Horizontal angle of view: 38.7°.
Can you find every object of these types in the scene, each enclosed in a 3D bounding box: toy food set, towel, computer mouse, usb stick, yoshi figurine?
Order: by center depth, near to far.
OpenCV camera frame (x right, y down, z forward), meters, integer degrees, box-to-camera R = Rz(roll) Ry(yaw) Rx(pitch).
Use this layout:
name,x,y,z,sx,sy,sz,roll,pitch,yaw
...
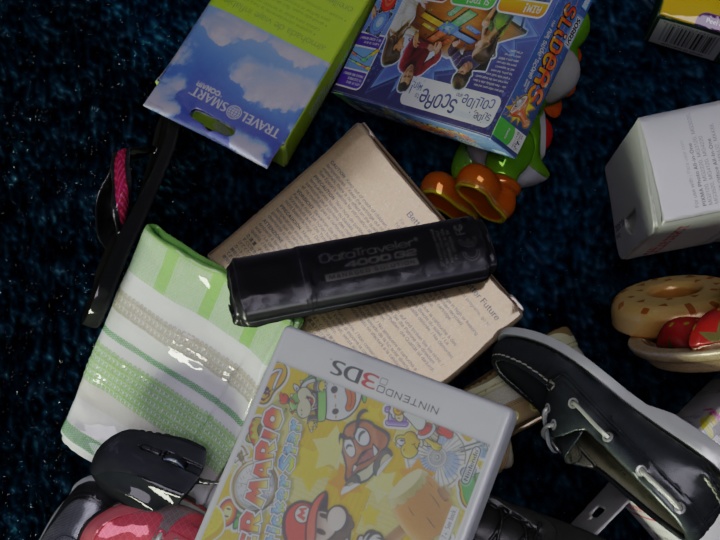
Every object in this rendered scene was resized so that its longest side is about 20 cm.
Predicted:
name,x,y,z,sx,sy,sz,roll,pitch,yaw
toy food set,0.285,0.021,0.733,0.195,0.200,0.049,-17,94,4
usb stick,0.000,0.000,0.744,0.197,0.033,0.056,-11,60,-8
computer mouse,-0.110,0.148,0.749,0.197,0.034,0.059,4,39,16
towel,-0.144,0.086,0.791,0.148,0.031,0.202,29,110,9
yoshi figurine,0.113,-0.144,0.818,0.111,0.112,0.202,24,75,18

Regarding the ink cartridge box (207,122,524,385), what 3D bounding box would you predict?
name,x,y,z,sx,sy,sz,roll,pitch,yaw
ink cartridge box,0.004,0.016,0.812,0.164,0.075,0.201,-39,79,-4

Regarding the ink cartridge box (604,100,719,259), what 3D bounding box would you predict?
name,x,y,z,sx,sy,sz,roll,pitch,yaw
ink cartridge box,0.296,-0.076,0.772,0.197,0.145,0.085,-11,80,2

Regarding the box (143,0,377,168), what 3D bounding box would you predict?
name,x,y,z,sx,sy,sz,roll,pitch,yaw
box,-0.078,-0.182,0.849,0.121,0.048,0.202,26,71,8

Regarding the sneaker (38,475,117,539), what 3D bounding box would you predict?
name,x,y,z,sx,sy,sz,roll,pitch,yaw
sneaker,-0.236,0.254,0.767,0.074,0.114,0.203,20,82,7

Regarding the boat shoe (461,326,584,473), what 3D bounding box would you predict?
name,x,y,z,sx,sy,sz,roll,pitch,yaw
boat shoe,0.096,0.123,0.787,0.199,0.074,0.067,-35,74,-3

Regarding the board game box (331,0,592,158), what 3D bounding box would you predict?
name,x,y,z,sx,sy,sz,roll,pitch,yaw
board game box,0.072,-0.174,0.792,0.199,0.034,0.137,28,91,49

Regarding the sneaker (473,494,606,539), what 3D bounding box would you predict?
name,x,y,z,sx,sy,sz,roll,pitch,yaw
sneaker,0.080,0.185,0.699,0.197,0.091,0.076,3,46,31

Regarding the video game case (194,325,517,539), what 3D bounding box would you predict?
name,x,y,z,sx,sy,sz,roll,pitch,yaw
video game case,-0.012,0.158,0.687,0.180,0.023,0.202,18,78,25

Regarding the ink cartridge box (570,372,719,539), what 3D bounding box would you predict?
name,x,y,z,sx,sy,sz,roll,pitch,yaw
ink cartridge box,0.252,0.145,0.752,0.200,0.115,0.068,-44,81,-3

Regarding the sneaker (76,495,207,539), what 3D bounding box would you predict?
name,x,y,z,sx,sy,sz,roll,pitch,yaw
sneaker,-0.111,0.218,0.753,0.197,0.087,0.075,16,91,-10

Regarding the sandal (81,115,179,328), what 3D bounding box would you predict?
name,x,y,z,sx,sy,sz,roll,pitch,yaw
sandal,-0.190,-0.052,0.812,0.045,0.075,0.202,24,59,-13

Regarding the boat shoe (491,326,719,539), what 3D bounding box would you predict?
name,x,y,z,sx,sy,sz,roll,pitch,yaw
boat shoe,0.158,0.106,0.696,0.060,0.076,0.199,-47,48,-15

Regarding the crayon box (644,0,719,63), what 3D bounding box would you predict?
name,x,y,z,sx,sy,sz,roll,pitch,yaw
crayon box,0.357,-0.249,0.843,0.197,0.058,0.175,19,81,7
